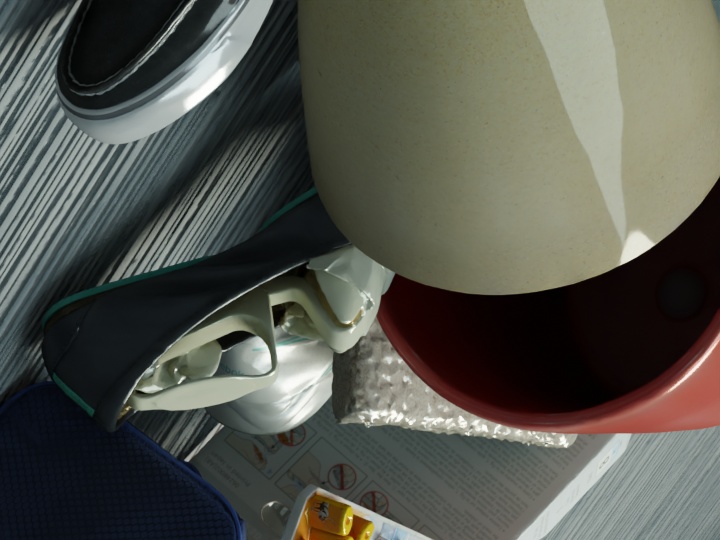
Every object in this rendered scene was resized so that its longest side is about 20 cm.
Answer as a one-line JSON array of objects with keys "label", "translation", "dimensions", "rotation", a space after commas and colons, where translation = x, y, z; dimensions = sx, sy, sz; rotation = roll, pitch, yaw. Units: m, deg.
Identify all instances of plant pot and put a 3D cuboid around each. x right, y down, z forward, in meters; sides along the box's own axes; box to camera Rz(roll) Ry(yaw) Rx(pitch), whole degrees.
[{"label": "plant pot", "translation": [0.050, -0.126, 1.034], "dimensions": [0.187, 0.187, 0.201], "rotation": [-45, 146, -20]}, {"label": "plant pot", "translation": [0.124, -0.008, 1.210], "dimensions": [0.201, 0.200, 0.177], "rotation": [-54, 149, 7]}]

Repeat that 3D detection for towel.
[{"label": "towel", "translation": [0.054, 0.018, 1.285], "dimensions": [0.199, 0.034, 0.134], "rotation": [10, 81, -53]}]

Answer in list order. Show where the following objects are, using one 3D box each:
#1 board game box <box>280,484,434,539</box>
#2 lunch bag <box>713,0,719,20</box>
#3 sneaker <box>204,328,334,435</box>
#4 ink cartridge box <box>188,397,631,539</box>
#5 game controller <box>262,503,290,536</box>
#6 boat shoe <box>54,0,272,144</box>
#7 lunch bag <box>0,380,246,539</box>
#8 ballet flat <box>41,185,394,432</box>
[{"label": "board game box", "translation": [-0.006, 0.218, 1.228], "dimensions": [0.200, 0.026, 0.201], "rotation": [32, 76, -58]}, {"label": "lunch bag", "translation": [0.200, -0.109, 1.548], "dimensions": [0.160, 0.077, 0.201], "rotation": [-42, 160, -32]}, {"label": "sneaker", "translation": [0.000, 0.000, 1.284], "dimensions": [0.200, 0.070, 0.081], "rotation": [-40, 149, -38]}, {"label": "ink cartridge box", "translation": [0.024, 0.101, 1.385], "dimensions": [0.200, 0.160, 0.047], "rotation": [-44, 160, -21]}, {"label": "game controller", "translation": [-0.041, 0.127, 1.492], "dimensions": [0.200, 0.042, 0.104], "rotation": [-49, 147, -11]}, {"label": "boat shoe", "translation": [-0.048, -0.138, 0.917], "dimensions": [0.200, 0.070, 0.066], "rotation": [-49, 145, 0]}, {"label": "lunch bag", "translation": [-0.136, 0.156, 1.141], "dimensions": [0.200, 0.136, 0.133], "rotation": [-46, 162, -21]}, {"label": "ballet flat", "translation": [-0.039, 0.014, 1.120], "dimensions": [0.199, 0.073, 0.073], "rotation": [-24, 154, -16]}]
